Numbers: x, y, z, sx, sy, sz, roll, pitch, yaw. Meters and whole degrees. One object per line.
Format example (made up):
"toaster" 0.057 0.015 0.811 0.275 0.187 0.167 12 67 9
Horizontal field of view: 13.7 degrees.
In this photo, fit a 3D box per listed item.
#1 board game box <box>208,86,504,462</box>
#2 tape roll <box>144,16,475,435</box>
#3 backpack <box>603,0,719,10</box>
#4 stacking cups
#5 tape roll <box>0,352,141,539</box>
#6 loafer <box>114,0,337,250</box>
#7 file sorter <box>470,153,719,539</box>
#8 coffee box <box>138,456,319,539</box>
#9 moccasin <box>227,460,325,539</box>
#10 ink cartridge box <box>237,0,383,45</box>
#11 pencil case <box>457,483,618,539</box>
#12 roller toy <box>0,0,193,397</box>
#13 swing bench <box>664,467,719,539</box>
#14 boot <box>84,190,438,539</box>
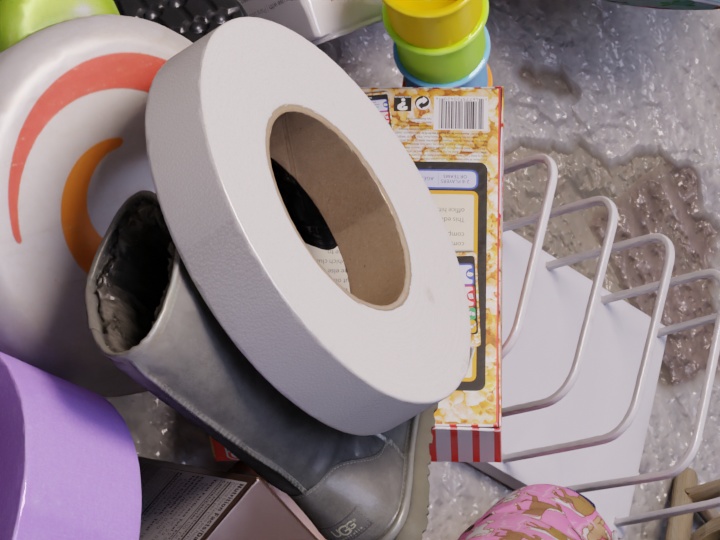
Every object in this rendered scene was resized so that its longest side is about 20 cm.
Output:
"board game box" 0.000 0.000 1.562 0.151 0.046 0.201 1 64 3
"tape roll" -0.021 -0.021 1.377 0.203 0.037 0.203 43 30 -32
"backpack" 0.145 -0.230 1.707 0.200 0.177 0.151 17 87 -63
"stacking cups" 0.047 -0.108 1.620 0.200 0.060 0.061 76 28 -60
"tape roll" -0.183 0.137 1.347 0.065 0.200 0.201 26 63 -33
"loafer" -0.068 -0.085 1.544 0.068 0.071 0.201 -25 52 -23
"file sorter" 0.124 0.043 1.677 0.200 0.124 0.139 31 61 -31
"coffee box" -0.079 0.156 1.420 0.114 0.200 0.080 48 71 -21
"moccasin" 0.001 0.177 1.579 0.078 0.074 0.202 -30 89 -32
"ink cartridge box" -0.032 -0.227 1.641 0.144 0.084 0.201 -25 95 -40
"pencil case" 0.087 0.166 1.578 0.083 0.086 0.200 55 13 3
"roller toy" -0.149 -0.028 1.458 0.182 0.139 0.201 36 68 -31
"swing bench" 0.251 0.234 1.713 0.199 0.129 0.200 50 45 -18
"boot" -0.047 0.032 1.397 0.200 0.072 0.182 39 25 -29
